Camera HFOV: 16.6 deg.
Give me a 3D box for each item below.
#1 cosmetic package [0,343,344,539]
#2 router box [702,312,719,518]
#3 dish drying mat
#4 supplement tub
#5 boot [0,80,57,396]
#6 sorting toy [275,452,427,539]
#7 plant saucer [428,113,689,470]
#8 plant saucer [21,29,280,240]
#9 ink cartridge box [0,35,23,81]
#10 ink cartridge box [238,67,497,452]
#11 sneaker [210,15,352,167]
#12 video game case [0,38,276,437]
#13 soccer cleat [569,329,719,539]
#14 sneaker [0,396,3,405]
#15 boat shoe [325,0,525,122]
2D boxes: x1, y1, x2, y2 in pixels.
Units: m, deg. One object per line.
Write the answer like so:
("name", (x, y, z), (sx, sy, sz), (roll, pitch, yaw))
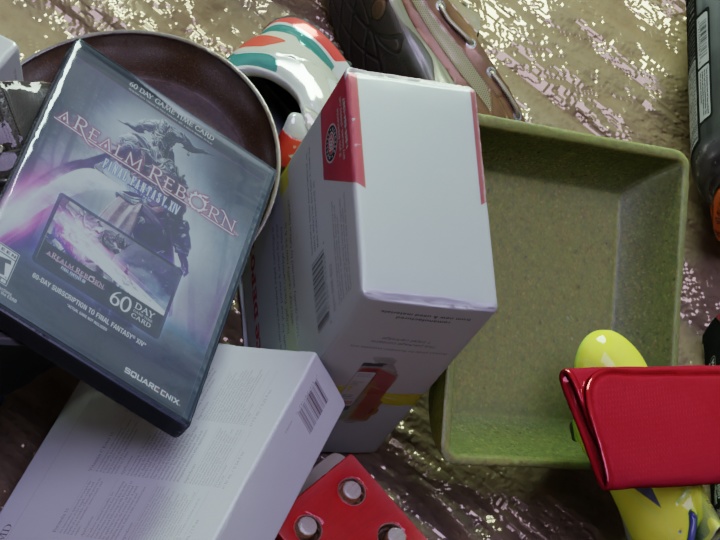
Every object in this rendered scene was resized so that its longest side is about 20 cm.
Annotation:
("cosmetic package", (-0.117, 0.129, 1.348), (0.150, 0.052, 0.201), (6, 51, 32))
("router box", (0.317, 0.109, 1.555), (0.198, 0.062, 0.151), (9, 62, -15))
("dish drying mat", (0.202, 0.089, 1.438), (0.199, 0.018, 0.077), (2, 60, -40))
("supplement tub", (0.277, -0.116, 1.626), (0.121, 0.123, 0.202), (10, 60, -14))
("boot", (-0.195, -0.025, 1.360), (0.199, 0.069, 0.175), (-6, 67, -43))
("sorting toy", (-0.012, 0.222, 1.374), (0.200, 0.070, 0.199), (-36, 79, -31))
("plant saucer", (0.111, 0.018, 1.481), (0.199, 0.048, 0.202), (7, 86, -42))
("plant saucer", (-0.145, -0.053, 1.467), (0.198, 0.032, 0.202), (-2, 61, 3))
("ink cartridge box", (-0.296, -0.069, 1.413), (0.114, 0.068, 0.200), (26, 55, 18))
("ink cartridge box", (0.000, 0.000, 1.421), (0.083, 0.200, 0.146), (5, 61, -20))
("sneaker", (-0.010, -0.071, 1.519), (0.200, 0.071, 0.093), (42, 40, 11))
("video game case", (-0.129, -0.021, 1.350), (0.142, 0.019, 0.201), (33, 46, -17))
("soccer cleat", (0.180, 0.129, 1.449), (0.064, 0.083, 0.202), (-17, 93, -38))
("sneaker", (-0.233, 0.116, 1.356), (0.084, 0.075, 0.200), (41, 64, 0))
("boat shoe", (0.041, -0.147, 1.594), (0.071, 0.076, 0.201), (-23, 82, -32))
